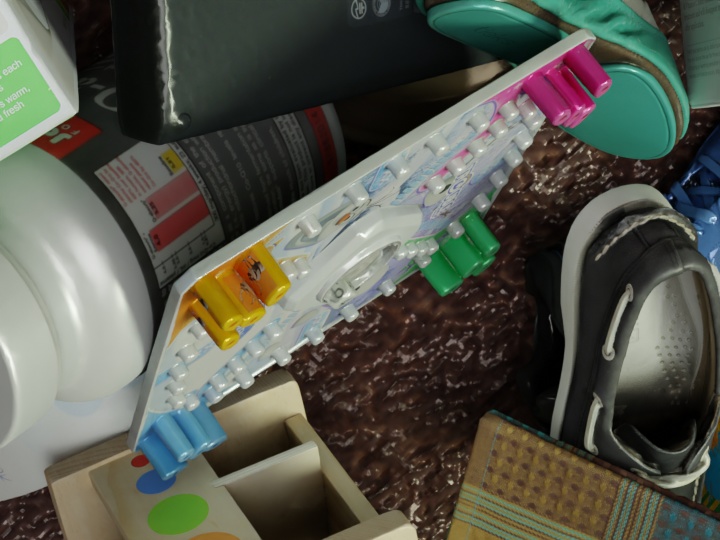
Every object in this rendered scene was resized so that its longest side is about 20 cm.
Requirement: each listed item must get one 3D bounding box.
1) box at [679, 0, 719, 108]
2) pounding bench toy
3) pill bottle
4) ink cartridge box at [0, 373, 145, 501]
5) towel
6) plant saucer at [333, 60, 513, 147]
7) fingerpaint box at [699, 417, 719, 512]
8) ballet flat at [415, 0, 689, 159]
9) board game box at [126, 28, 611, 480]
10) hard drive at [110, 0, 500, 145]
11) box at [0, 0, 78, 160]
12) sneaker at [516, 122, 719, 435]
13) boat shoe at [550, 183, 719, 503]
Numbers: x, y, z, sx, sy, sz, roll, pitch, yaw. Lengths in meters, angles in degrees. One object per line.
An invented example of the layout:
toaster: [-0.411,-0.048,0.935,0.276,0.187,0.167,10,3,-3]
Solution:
box: [0.201,-0.176,0.821,0.123,0.097,0.202,-5,93,-7]
pounding bench toy: [-0.041,0.183,0.879,0.123,0.156,0.202,-21,123,-16]
pill bottle: [-0.105,-0.018,0.791,0.200,0.115,0.117,-40,118,-42]
ink cartridge box: [-0.197,0.041,0.883,0.199,0.047,0.161,-36,110,2]
towel: [0.093,0.177,0.870,0.146,0.022,0.202,23,113,21]
plant saucer: [0.026,-0.154,0.863,0.198,0.030,0.202,-3,109,-8]
fingerpaint box: [0.254,0.138,0.939,0.198,0.073,0.169,-1,109,-29]
ballet flat: [0.089,-0.109,0.820,0.200,0.067,0.071,26,65,-54]
board game box: [0.000,0.000,0.799,0.199,0.200,0.026,-32,77,-22]
hard drive: [-0.014,-0.138,0.772,0.199,0.033,0.141,-18,115,-42]
box: [-0.196,-0.131,0.747,0.096,0.200,0.177,-30,109,1]
sneaker: [0.139,-0.006,0.903,0.110,0.077,0.201,11,113,-22]
boat shoe: [0.128,0.059,0.852,0.073,0.060,0.202,-14,126,-15]
